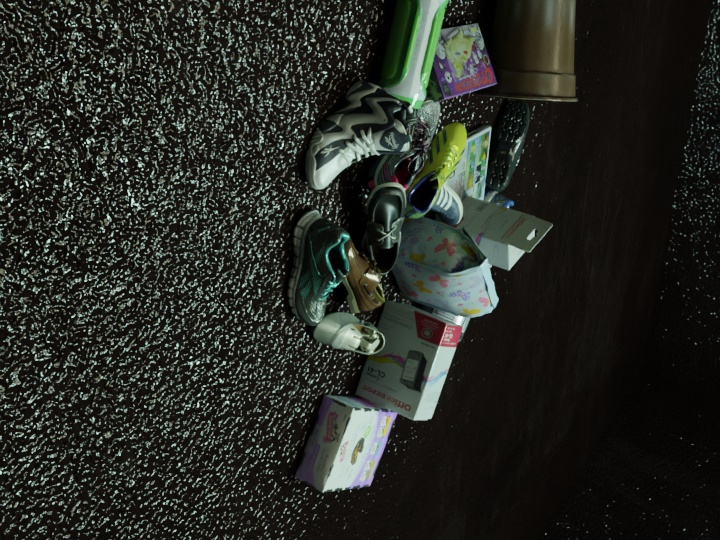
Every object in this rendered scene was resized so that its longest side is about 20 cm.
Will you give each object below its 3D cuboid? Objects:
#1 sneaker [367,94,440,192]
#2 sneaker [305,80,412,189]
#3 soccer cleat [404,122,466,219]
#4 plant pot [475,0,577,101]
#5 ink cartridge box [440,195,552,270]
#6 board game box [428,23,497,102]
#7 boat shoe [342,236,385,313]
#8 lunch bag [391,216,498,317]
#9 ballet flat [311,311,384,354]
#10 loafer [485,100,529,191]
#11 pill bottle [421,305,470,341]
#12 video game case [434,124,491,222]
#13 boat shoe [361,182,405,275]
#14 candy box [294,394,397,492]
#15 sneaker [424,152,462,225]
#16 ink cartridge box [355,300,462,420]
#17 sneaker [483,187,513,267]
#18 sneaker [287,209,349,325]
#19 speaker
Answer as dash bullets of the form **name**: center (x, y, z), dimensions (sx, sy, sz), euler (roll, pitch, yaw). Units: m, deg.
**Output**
- **sneaker**: center (0.090, -0.212, 1.461), dimensions (0.081, 0.075, 0.200), euler (30, 79, -28)
- **sneaker**: center (0.009, -0.198, 1.306), dimensions (0.199, 0.129, 0.080), euler (-55, 147, -24)
- **soccer cleat**: center (0.137, -0.175, 1.494), dimensions (0.065, 0.084, 0.200), euler (35, 81, -14)
- **plant pot**: center (0.334, -0.436, 1.649), dimensions (0.200, 0.200, 0.199), euler (-16, 115, -55)
- **ink cartridge box**: center (0.273, -0.071, 1.707), dimensions (0.116, 0.200, 0.068), euler (-43, 141, -37)
- **board game box**: center (0.172, -0.375, 1.516), dimensions (0.200, 0.032, 0.120), euler (-29, 105, -49)
- **boat shoe**: center (0.000, 0.000, 1.455), dimensions (0.200, 0.068, 0.072), euler (74, 7, -57)
- **lunch bag**: center (0.165, -0.005, 1.616), dimensions (0.127, 0.200, 0.170), euler (-57, 148, -20)
- **ballet flat**: center (-0.013, 0.117, 1.527), dimensions (0.068, 0.064, 0.200), euler (-59, 152, 8)
- **loafer**: center (0.320, -0.271, 1.849), dimensions (0.070, 0.068, 0.201), euler (1, 105, -79)
- **pill bottle**: center (0.185, 0.082, 1.798), dimensions (0.106, 0.106, 0.200), euler (30, 82, -60)
- **video game case**: center (0.212, -0.184, 1.762), dimensions (0.182, 0.022, 0.201), euler (-33, 134, -46)
- **boat shoe**: center (0.045, -0.071, 1.445), dimensions (0.072, 0.068, 0.200), euler (-5, 144, -12)
- **candy box**: center (-0.024, 0.334, 1.644), dimensions (0.200, 0.071, 0.168), euler (21, 90, -61)
- **sneaker**: center (0.131, -0.135, 1.610), dimensions (0.085, 0.075, 0.200), euler (-59, 139, -21)
- **ink cartridge box**: center (0.095, 0.176, 1.664), dimensions (0.086, 0.147, 0.201), euler (16, 93, -60)
- **sneaker**: center (0.302, -0.082, 1.909), dimensions (0.077, 0.085, 0.201), euler (-36, 137, -44)
- **sneaker**: center (-0.062, 0.007, 1.356), dimensions (0.078, 0.091, 0.201), euler (-31, 134, -46)
- **speaker**: center (0.084, -0.368, 1.369), dimensions (0.088, 0.088, 0.201), euler (-9, 115, -57)
